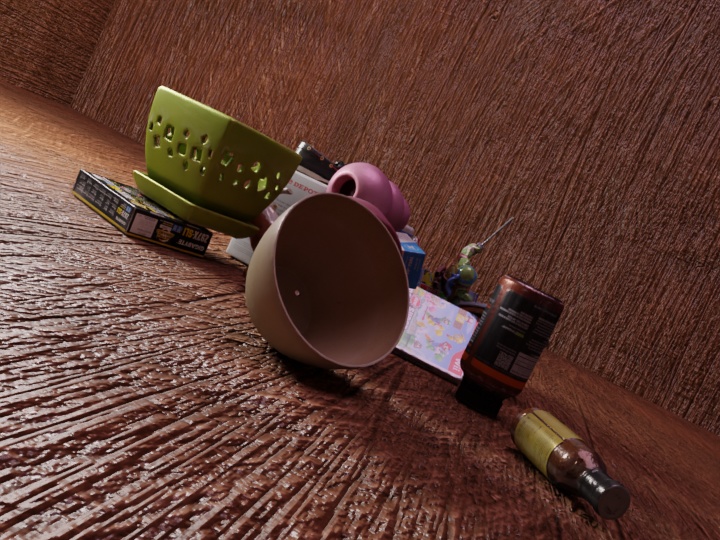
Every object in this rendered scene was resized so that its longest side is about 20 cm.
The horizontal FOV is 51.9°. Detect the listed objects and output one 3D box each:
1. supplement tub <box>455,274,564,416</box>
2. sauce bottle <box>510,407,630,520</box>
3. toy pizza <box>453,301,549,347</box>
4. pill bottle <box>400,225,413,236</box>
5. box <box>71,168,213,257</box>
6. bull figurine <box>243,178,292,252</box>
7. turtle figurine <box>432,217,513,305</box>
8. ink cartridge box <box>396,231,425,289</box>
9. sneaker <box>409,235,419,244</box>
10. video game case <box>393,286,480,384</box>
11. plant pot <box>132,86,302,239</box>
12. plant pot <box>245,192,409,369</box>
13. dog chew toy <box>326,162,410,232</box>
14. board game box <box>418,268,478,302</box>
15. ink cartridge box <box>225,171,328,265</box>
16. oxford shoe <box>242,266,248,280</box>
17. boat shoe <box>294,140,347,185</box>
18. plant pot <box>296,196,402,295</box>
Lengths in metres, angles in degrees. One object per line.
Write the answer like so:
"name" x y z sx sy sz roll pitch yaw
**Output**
"supplement tub" 0.218 0.115 1.117 0.106 0.201 0.107 26 5 -2
"sauce bottle" 0.244 0.227 0.875 0.066 0.066 0.200 25 6 -16
"toy pizza" 0.250 0.114 1.376 0.198 0.032 0.200 19 -18 7
"pill bottle" 0.021 -0.017 1.527 0.113 0.201 0.114 24 4 -2
"box" -0.363 -0.096 1.229 0.199 0.050 0.159 30 8 39
"bull figurine" -0.162 -0.080 1.333 0.201 0.121 0.065 60 18 18
"turtle figurine" 0.224 0.028 1.438 0.145 0.199 0.194 56 -21 4
"ink cartridge box" -0.004 -0.033 1.253 0.198 0.068 0.116 10 17 -18
"sneaker" 0.017 -0.038 1.429 0.198 0.083 0.078 -14 5 0
"video game case" 0.101 0.093 1.270 0.199 0.144 0.018 27 -40 2
"plant pot" -0.254 -0.173 1.260 0.199 0.183 0.198 30 6 32
"plant pot" -0.059 0.026 0.871 0.199 0.202 0.134 23 -30 -37
"dog chew toy" 0.025 -0.122 1.374 0.124 0.125 0.199 29 6 35
"board game box" 0.151 0.080 1.543 0.199 0.137 0.034 24 -15 -31
"ink cartridge box" -0.137 -0.089 1.444 0.144 0.201 0.145 27 5 18
"oxford shoe" -0.113 0.017 1.228 0.071 0.072 0.199 24 4 36
"boat shoe" -0.045 -0.187 1.470 0.200 0.064 0.074 28 -1 -18
"plant pot" -0.018 0.019 1.079 0.199 0.201 0.179 23 21 -29
